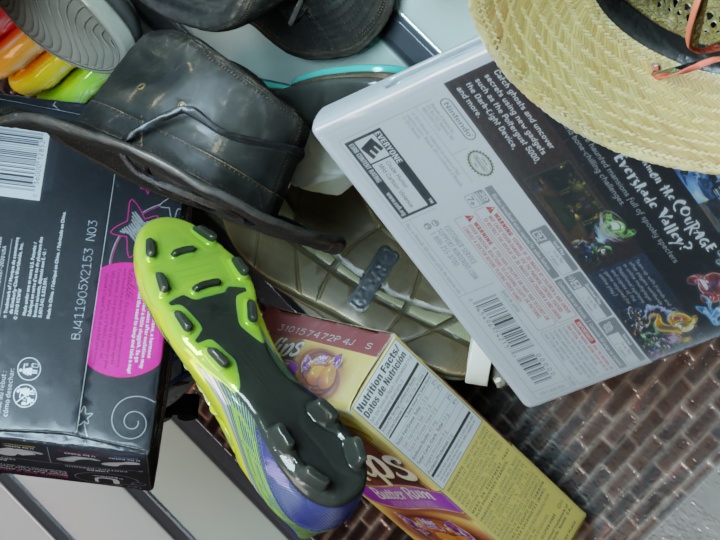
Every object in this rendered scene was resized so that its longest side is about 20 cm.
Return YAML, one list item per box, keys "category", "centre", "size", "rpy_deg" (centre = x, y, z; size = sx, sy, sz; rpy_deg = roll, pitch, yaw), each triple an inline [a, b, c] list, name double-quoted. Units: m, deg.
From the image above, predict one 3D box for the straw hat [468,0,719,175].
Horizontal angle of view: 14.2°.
- category: "straw hat"
  centre: [0.154, -0.131, 1.282]
  size: [0.200, 0.085, 0.201]
  rpy_deg: [17, 149, 11]

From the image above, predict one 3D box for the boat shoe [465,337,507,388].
- category: "boat shoe"
  centre: [0.102, -0.015, 1.505]
  size: [0.060, 0.072, 0.202]
  rpy_deg: [14, 132, 0]

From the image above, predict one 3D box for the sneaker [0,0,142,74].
- category: "sneaker"
  centre: [-0.169, -0.201, 1.604]
  size: [0.200, 0.106, 0.075]
  rpy_deg: [44, 149, 16]

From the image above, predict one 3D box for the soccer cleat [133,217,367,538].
- category: "soccer cleat"
  centre: [-0.070, 0.061, 1.585]
  size: [0.201, 0.064, 0.084]
  rpy_deg: [54, 146, 16]

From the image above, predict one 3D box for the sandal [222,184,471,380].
- category: "sandal"
  centre: [0.000, 0.000, 1.661]
  size: [0.200, 0.080, 0.054]
  rpy_deg: [35, 169, 15]

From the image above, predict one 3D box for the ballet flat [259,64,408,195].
- category: "ballet flat"
  centre: [-0.028, -0.077, 1.599]
  size: [0.200, 0.068, 0.069]
  rpy_deg: [3, 86, 58]

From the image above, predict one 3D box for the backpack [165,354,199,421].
- category: "backpack"
  centre: [-0.187, 0.030, 1.814]
  size: [0.200, 0.190, 0.154]
  rpy_deg: [48, 134, 2]

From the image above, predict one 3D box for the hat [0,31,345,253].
- category: "hat"
  centre: [-0.089, -0.078, 1.510]
  size: [0.200, 0.081, 0.201]
  rpy_deg: [21, 179, 0]

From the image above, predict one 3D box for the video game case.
- category: "video game case"
  centre: [0.103, -0.034, 1.423]
  size: [0.181, 0.023, 0.200]
  rpy_deg: [-22, 117, 33]

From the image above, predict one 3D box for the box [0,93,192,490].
- category: "box"
  centre: [-0.171, 0.015, 1.669]
  size: [0.131, 0.201, 0.115]
  rpy_deg: [7, 164, 0]

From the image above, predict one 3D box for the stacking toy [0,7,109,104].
- category: "stacking toy"
  centre: [-0.165, -0.126, 1.719]
  size: [0.200, 0.110, 0.116]
  rpy_deg: [44, 158, -21]

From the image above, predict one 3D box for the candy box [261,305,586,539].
- category: "candy box"
  centre: [0.027, 0.102, 1.674]
  size: [0.116, 0.057, 0.200]
  rpy_deg: [12, 154, 50]

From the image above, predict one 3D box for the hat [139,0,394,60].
- category: "hat"
  centre: [-0.077, -0.174, 1.543]
  size: [0.200, 0.081, 0.201]
  rpy_deg: [34, 148, 25]
